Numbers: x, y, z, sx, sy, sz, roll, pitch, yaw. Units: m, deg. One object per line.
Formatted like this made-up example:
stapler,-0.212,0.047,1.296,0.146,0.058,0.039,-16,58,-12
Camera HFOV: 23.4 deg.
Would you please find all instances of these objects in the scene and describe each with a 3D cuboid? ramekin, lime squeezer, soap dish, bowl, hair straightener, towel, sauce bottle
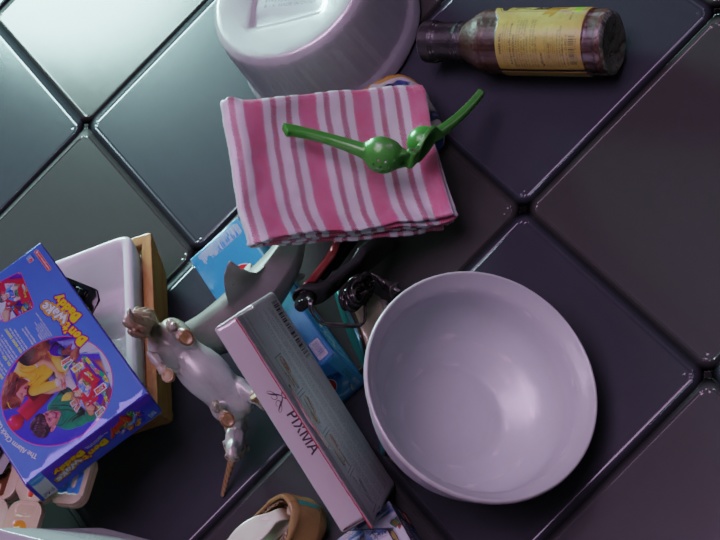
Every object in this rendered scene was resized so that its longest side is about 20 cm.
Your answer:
ramekin,-0.049,-0.258,1.735,0.199,0.098,0.202,-14,59,24
lime squeezer,0.034,-0.118,1.556,0.199,0.038,0.071,-13,37,-21
soap dish,-0.257,0.078,1.683,0.157,0.081,0.201,-19,56,20
bowl,0.087,0.109,1.434,0.200,0.090,0.202,7,63,-15
hair straightener,0.000,0.000,1.533,0.077,0.200,0.041,20,116,12
towel,-0.020,-0.098,1.557,0.199,0.030,0.147,-6,68,-19
sauce bottle,0.146,-0.213,1.617,0.199,0.065,0.065,6,67,31

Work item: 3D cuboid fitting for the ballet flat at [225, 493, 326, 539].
ballet flat,-0.119,0.261,1.513,0.200,0.063,0.069,-42,53,4

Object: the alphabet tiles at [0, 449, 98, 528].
alphabet tiles,-0.321,0.167,1.612,0.199,0.015,0.197,-1,63,30

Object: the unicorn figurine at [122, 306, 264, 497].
unicorn figurine,-0.132,0.103,1.514,0.074,0.201,0.137,-31,7,-10

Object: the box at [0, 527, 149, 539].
box,-0.209,0.327,1.445,0.199,0.130,0.200,6,86,37

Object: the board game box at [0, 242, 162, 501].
board game box,-0.291,0.090,1.580,0.134,0.045,0.200,-36,61,-7

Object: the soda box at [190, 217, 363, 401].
soda box,-0.078,0.045,1.604,0.064,0.068,0.200,-40,51,5

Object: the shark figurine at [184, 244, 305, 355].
shark figurine,-0.093,-0.009,1.545,0.128,0.089,0.215,21,79,36

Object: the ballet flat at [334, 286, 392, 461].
ballet flat,0.027,0.081,1.533,0.069,0.069,0.201,-28,53,14

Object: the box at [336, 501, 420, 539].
box,-0.018,0.306,1.443,0.200,0.040,0.137,-37,52,8

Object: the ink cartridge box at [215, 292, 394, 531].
ink cartridge box,-0.050,0.120,1.425,0.045,0.176,0.201,-32,90,9

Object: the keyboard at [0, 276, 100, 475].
keyboard,-0.331,0.089,1.629,0.104,0.040,0.201,17,72,36

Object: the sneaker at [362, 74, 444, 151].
sneaker,-0.012,-0.101,1.638,0.200,0.075,0.088,-37,54,3
